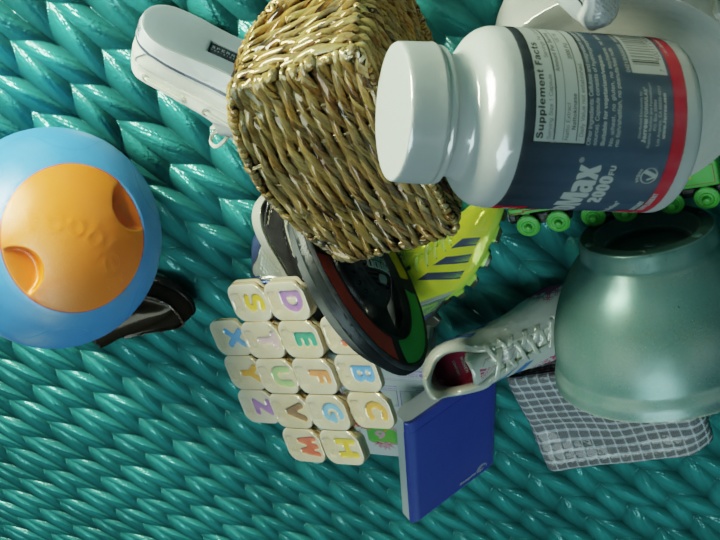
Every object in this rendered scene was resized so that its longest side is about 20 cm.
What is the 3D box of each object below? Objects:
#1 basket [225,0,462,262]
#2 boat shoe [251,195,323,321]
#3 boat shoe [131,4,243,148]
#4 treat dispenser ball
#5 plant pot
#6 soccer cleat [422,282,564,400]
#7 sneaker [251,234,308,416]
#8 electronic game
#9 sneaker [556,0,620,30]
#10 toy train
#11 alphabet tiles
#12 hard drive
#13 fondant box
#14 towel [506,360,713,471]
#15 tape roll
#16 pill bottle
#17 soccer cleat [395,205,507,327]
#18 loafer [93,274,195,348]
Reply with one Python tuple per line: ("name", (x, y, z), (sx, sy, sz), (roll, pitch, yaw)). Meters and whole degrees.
("basket", (-0.011, -0.127, 0.857), (0.141, 0.151, 0.201), (-14, 134, 24))
("boat shoe", (-0.031, 0.005, 1.066), (0.060, 0.074, 0.202), (0, 128, 48))
("boat shoe", (-0.107, -0.141, 0.931), (0.199, 0.075, 0.086), (24, 139, -12))
("treat dispenser ball", (-0.284, -0.030, 1.009), (0.197, 0.203, 0.203), (7, 141, 6))
("plant pot", (0.261, 0.024, 0.961), (0.197, 0.201, 0.136), (-6, 111, 21))
("soccer cleat", (0.149, 0.079, 1.082), (0.198, 0.086, 0.071), (-29, 94, 21))
("sneaker", (-0.077, 0.056, 1.103), (0.074, 0.088, 0.204), (-2, 112, 23))
("electronic game", (0.000, 0.000, 0.963), (0.041, 0.202, 0.200), (-30, 127, 19))
("sneaker", (0.089, -0.237, 0.740), (0.114, 0.075, 0.201), (-26, 103, 44))
("toy train", (0.220, -0.073, 0.955), (0.197, 0.042, 0.057), (-8, 127, 23))
("alphabet tiles", (-0.060, 0.099, 1.040), (0.193, 0.015, 0.203), (-3, 116, 37))
("hard drive", (0.100, 0.192, 1.239), (0.025, 0.131, 0.202), (42, 153, 35))
("fondant box", (0.017, 0.135, 1.240), (0.141, 0.059, 0.202), (4, 139, 11))
("towel", (0.260, 0.132, 1.151), (0.197, 0.087, 0.166), (-11, 134, 26))
("tape roll", (0.198, -0.154, 0.839), (0.198, 0.072, 0.204), (8, 140, 6))
("pill bottle", (0.115, -0.101, 0.733), (0.196, 0.121, 0.120), (1, 143, -14))
("soccer cleat", (0.071, -0.010, 1.051), (0.083, 0.065, 0.201), (33, 135, -3))
("loafer", (-0.274, 0.056, 1.211), (0.196, 0.072, 0.073), (-6, 138, 22))
